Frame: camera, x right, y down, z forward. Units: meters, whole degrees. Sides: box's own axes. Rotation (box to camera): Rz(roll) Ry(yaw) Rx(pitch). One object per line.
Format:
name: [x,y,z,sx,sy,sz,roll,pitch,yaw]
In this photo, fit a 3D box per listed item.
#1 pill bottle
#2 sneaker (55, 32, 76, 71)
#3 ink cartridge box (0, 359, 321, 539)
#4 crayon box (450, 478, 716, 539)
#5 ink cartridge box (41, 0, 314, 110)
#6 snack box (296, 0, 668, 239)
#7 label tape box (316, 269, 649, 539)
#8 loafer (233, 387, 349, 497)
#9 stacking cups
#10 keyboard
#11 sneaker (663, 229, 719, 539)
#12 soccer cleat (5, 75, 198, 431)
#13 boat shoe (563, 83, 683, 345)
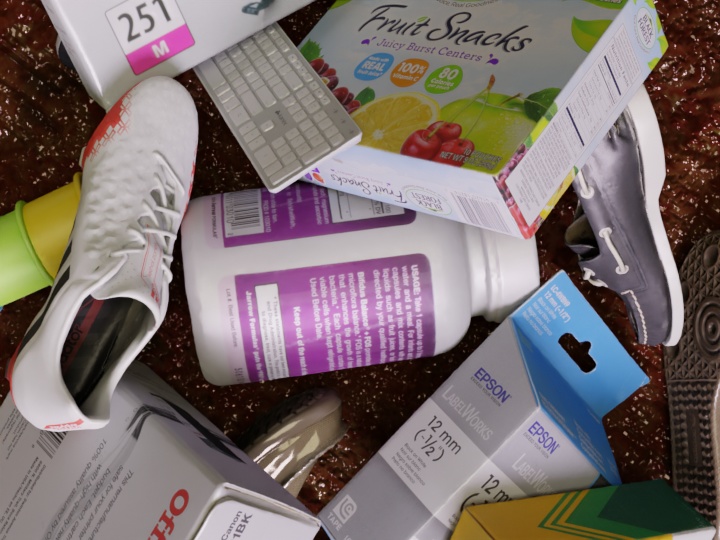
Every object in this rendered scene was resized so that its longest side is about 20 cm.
pill bottle: [0.000,0.000,0.785,0.198,0.112,0.113,-7,93,-3]
sneaker: [-0.139,-0.216,0.801,0.082,0.072,0.201,28,96,30]
ink cartridge box: [-0.135,0.142,0.738,0.084,0.200,0.145,30,92,-44]
crayon box: [0.100,0.191,0.759,0.199,0.052,0.127,0,121,-40]
ink cartridge box: [-0.096,-0.213,0.737,0.199,0.044,0.174,-31,118,-12]
snack box: [0.046,-0.102,0.727,0.143,0.199,0.053,-52,132,-21]
label tape box: [0.091,0.118,0.783,0.200,0.066,0.143,-44,136,1]
loafer: [-0.074,0.152,0.810,0.067,0.076,0.200,45,100,-5]
stacking cups: [-0.244,0.010,0.804,0.199,0.061,0.061,-26,94,3]
keyboard: [-0.058,-0.107,0.750,0.056,0.200,0.011,-28,130,-5]
sneaker: [0.238,0.075,0.835,0.075,0.070,0.202,0,95,-23]
soccer cleat: [-0.125,-0.009,0.707,0.068,0.085,0.201,29,77,-35]
boat shoe: [0.148,-0.027,0.779,0.060,0.074,0.201,-18,134,2]
